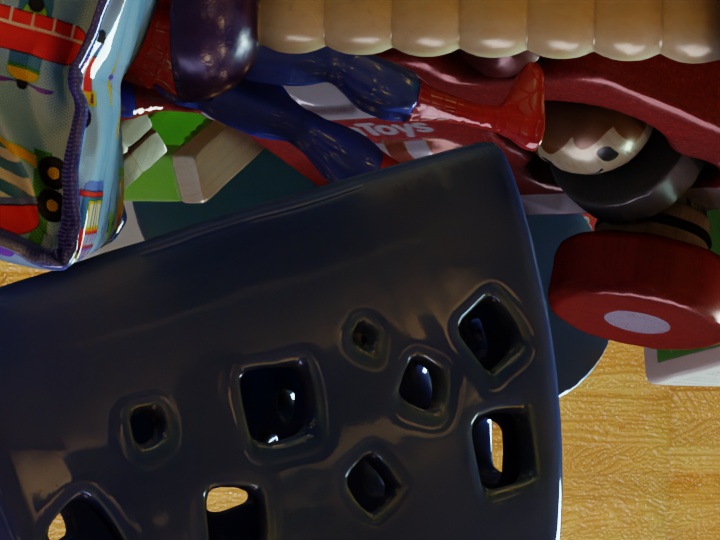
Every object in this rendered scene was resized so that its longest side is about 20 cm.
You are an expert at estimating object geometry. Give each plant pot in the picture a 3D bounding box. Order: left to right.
[{"bbox_3d":[-0.049,0.091,0.835,0.200,0.180,0.200,-20,175,-33],"label":"plant pot"}]

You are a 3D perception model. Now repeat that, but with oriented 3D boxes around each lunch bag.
[{"bbox_3d":[-0.156,-0.064,0.714,0.200,0.094,0.151,10,-178,-2],"label":"lunch bag"}]

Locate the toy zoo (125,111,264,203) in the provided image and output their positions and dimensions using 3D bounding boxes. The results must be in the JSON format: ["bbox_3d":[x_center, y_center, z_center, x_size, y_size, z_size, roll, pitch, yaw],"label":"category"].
[{"bbox_3d":[-0.119,-0.063,1.090,0.200,0.020,0.131,1,-154,27],"label":"toy zoo"}]

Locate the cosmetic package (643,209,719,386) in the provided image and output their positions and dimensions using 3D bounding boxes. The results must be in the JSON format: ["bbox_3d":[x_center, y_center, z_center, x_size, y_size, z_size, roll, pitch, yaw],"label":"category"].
[{"bbox_3d":[0.192,-0.023,1.014,0.085,0.108,0.200,3,166,-31],"label":"cosmetic package"}]

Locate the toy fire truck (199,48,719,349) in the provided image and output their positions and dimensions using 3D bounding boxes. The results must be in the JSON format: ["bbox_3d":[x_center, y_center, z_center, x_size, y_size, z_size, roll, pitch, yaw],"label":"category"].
[{"bbox_3d":[0.048,-0.051,0.972,0.200,0.112,0.168,0,161,35],"label":"toy fire truck"}]

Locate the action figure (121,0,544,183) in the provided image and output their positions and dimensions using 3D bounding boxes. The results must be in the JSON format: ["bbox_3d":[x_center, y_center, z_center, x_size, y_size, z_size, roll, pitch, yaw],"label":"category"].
[{"bbox_3d":[-0.045,-0.065,0.862,0.200,0.052,0.065,14,135,-19],"label":"action figure"}]

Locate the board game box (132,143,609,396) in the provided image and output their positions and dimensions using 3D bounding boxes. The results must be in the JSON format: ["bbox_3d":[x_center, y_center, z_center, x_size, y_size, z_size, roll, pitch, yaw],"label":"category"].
[{"bbox_3d":[0.000,0.000,1.102,0.200,0.039,0.158,27,-142,5],"label":"board game box"}]

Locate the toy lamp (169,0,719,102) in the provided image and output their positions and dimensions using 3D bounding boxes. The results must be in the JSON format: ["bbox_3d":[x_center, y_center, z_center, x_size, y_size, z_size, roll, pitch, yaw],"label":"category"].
[{"bbox_3d":[0.050,-0.069,0.769,0.200,0.058,0.058,4,180,5],"label":"toy lamp"}]

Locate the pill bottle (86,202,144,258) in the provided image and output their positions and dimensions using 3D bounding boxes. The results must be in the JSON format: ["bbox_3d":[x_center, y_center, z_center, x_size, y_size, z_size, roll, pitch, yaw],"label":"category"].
[{"bbox_3d":[-0.088,-0.042,1.262,0.114,0.115,0.200,1,180,-2],"label":"pill bottle"}]

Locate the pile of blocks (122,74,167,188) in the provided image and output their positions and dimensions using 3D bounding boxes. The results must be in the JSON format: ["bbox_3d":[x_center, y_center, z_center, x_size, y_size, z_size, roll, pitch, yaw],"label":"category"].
[{"bbox_3d":[-0.121,-0.079,0.966,0.062,0.082,0.200,-43,-155,-14],"label":"pile of blocks"}]

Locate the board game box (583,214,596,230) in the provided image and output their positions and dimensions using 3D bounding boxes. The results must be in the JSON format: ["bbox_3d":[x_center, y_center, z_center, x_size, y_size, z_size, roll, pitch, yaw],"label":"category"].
[{"bbox_3d":[0.070,-0.044,1.278,0.200,0.105,0.103,2,-179,-1],"label":"board game box"}]
